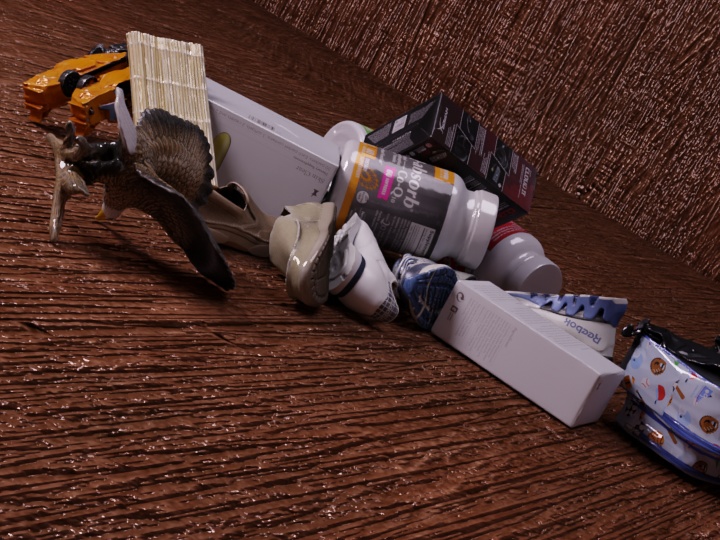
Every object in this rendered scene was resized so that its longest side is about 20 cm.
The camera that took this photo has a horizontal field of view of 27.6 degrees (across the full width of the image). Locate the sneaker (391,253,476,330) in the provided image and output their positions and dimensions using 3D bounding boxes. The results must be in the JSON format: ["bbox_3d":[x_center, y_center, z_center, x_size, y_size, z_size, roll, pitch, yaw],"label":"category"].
[{"bbox_3d":[0.068,0.020,1.713,0.085,0.078,0.200,23,2,17],"label":"sneaker"}]

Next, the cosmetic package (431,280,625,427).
[{"bbox_3d":[0.190,0.092,1.661,0.199,0.072,0.101,34,13,24],"label":"cosmetic package"}]

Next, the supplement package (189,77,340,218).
[{"bbox_3d":[-0.135,-0.134,1.761,0.199,0.112,0.156,26,12,-6],"label":"supplement package"}]

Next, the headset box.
[{"bbox_3d":[0.116,-0.118,1.867,0.199,0.148,0.078,36,52,-28],"label":"headset box"}]

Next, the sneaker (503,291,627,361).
[{"bbox_3d":[0.218,0.085,1.742,0.198,0.116,0.080,1,-5,32],"label":"sneaker"}]

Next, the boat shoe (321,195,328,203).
[{"bbox_3d":[-0.005,-0.086,1.908,0.066,0.072,0.200,21,28,33],"label":"boat shoe"}]

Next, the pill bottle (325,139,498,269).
[{"bbox_3d":[0.060,-0.076,1.776,0.198,0.117,0.116,17,13,-5],"label":"pill bottle"}]

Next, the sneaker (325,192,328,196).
[{"bbox_3d":[-0.016,-0.090,1.985,0.198,0.076,0.089,21,29,-19],"label":"sneaker"}]

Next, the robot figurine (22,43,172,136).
[{"bbox_3d":[-0.284,-0.215,1.687,0.144,0.059,0.200,21,32,29],"label":"robot figurine"}]

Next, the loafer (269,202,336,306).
[{"bbox_3d":[-0.064,-0.018,1.551,0.067,0.076,0.200,3,20,3],"label":"loafer"}]

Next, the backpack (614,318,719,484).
[{"bbox_3d":[0.399,0.158,1.673,0.199,0.155,0.190,10,13,-39],"label":"backpack"}]

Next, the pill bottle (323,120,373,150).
[{"bbox_3d":[0.038,-0.139,2.159,0.199,0.112,0.111,18,16,-39],"label":"pill bottle"}]

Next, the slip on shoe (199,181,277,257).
[{"bbox_3d":[-0.137,-0.063,1.589,0.076,0.061,0.199,37,15,34],"label":"slip on shoe"}]

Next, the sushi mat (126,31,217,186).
[{"bbox_3d":[-0.209,-0.168,1.630,0.095,0.012,0.202,5,68,-33],"label":"sushi mat"}]

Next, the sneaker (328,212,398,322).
[{"bbox_3d":[0.000,0.000,1.644,0.080,0.077,0.200,34,18,-14],"label":"sneaker"}]

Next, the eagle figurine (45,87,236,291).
[{"bbox_3d":[-0.197,-0.078,1.377,0.198,0.153,0.151,15,-3,-30],"label":"eagle figurine"}]

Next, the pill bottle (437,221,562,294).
[{"bbox_3d":[0.176,-0.019,1.978,0.112,0.113,0.200,15,18,-46],"label":"pill bottle"}]
